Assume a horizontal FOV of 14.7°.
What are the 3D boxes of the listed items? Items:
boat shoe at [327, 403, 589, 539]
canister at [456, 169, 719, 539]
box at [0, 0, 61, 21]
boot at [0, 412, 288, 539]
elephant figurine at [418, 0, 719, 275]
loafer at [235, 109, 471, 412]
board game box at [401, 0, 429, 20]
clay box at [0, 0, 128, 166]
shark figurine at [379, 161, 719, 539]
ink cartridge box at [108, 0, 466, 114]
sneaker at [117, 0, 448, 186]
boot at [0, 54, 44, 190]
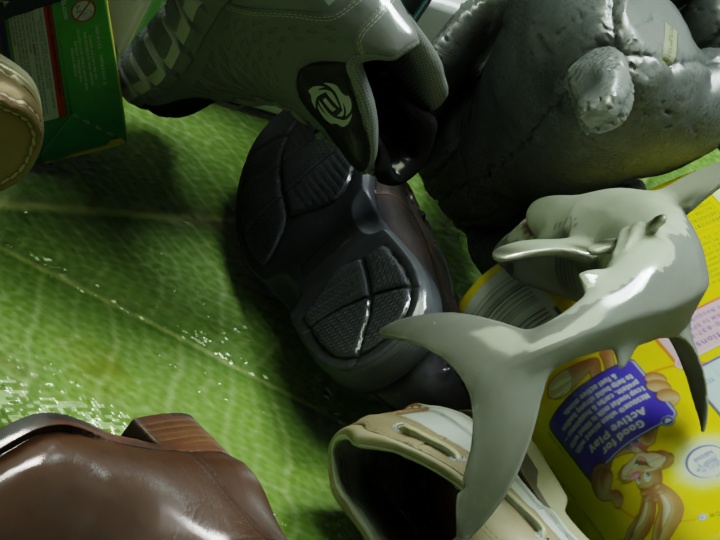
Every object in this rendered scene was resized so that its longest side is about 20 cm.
[{"bbox_3d":[0.050,0.115,0.938,0.068,0.075,0.200,7,24,-31],"label":"boat shoe"},{"bbox_3d":[0.139,0.061,1.054,0.148,0.087,0.200,-25,44,-11],"label":"canister"},{"bbox_3d":[-0.163,-0.198,1.019,0.124,0.196,0.201,55,22,-57],"label":"box"},{"bbox_3d":[-0.033,0.128,0.836,0.200,0.064,0.186,43,28,19],"label":"boot"},{"bbox_3d":[0.072,-0.055,1.170,0.155,0.200,0.142,15,50,-39],"label":"elephant figurine"},{"bbox_3d":[0.000,0.000,1.113,0.063,0.072,0.200,47,11,-31],"label":"loafer"},{"bbox_3d":[0.048,-0.169,1.193,0.028,0.136,0.200,32,30,0],"label":"board game box"},{"bbox_3d":[-0.149,-0.147,1.159,0.047,0.115,0.200,-16,40,-13],"label":"clay box"},{"bbox_3d":[0.095,0.023,0.974,0.215,0.127,0.090,-51,124,-70],"label":"shark figurine"},{"bbox_3d":[-0.023,-0.137,1.307,0.199,0.088,0.146,14,30,-26],"label":"ink cartridge box"},{"bbox_3d":[-0.027,-0.071,1.099,0.075,0.200,0.116,-42,90,-21],"label":"sneaker"},{"bbox_3d":[-0.177,-0.021,0.947,0.199,0.073,0.156,5,33,-37],"label":"boot"}]
